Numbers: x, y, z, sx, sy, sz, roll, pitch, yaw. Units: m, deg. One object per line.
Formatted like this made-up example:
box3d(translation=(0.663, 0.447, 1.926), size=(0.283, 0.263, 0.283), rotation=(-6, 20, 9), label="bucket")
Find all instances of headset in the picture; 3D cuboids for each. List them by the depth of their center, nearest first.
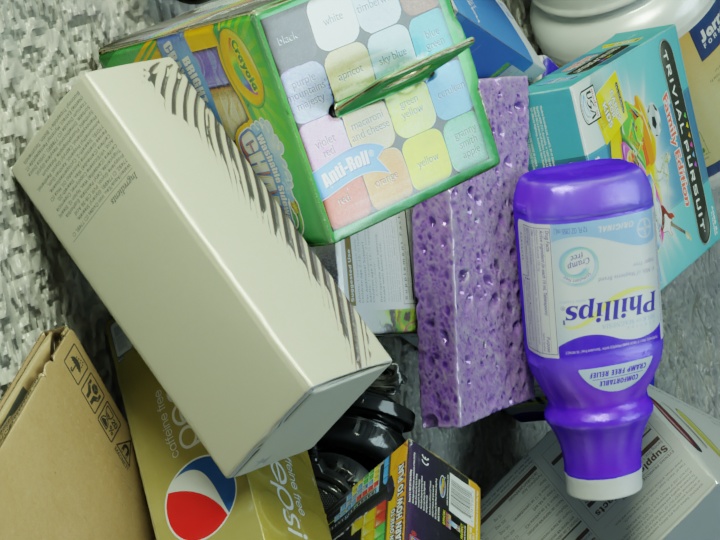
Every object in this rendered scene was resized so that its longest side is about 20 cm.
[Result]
box3d(translation=(0.000, 0.116, 1.532), size=(0.200, 0.094, 0.124), rotation=(73, 29, -43), label="headset")

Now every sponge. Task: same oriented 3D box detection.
box3d(translation=(0.067, -0.013, 1.582), size=(0.112, 0.030, 0.200), rotation=(-11, 100, -62), label="sponge")

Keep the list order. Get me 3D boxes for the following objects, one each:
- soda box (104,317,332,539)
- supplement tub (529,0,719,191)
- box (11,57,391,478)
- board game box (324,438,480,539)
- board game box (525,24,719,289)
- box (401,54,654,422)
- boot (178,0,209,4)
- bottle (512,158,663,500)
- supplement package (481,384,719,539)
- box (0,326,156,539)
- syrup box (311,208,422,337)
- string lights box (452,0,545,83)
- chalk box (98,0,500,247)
box3d(translation=(-0.068, 0.101, 1.359), size=(0.068, 0.064, 0.200), rotation=(31, 34, -47), label="soda box")
box3d(translation=(0.208, -0.164, 1.944), size=(0.200, 0.144, 0.145), rotation=(60, 35, -37), label="supplement tub")
box3d(translation=(-0.080, -0.004, 1.320), size=(0.068, 0.082, 0.200), rotation=(-17, 67, -50), label="box")
box3d(translation=(-0.012, 0.207, 1.362), size=(0.057, 0.165, 0.200), rotation=(36, 30, -22), label="board game box")
box3d(translation=(0.167, -0.064, 1.721), size=(0.200, 0.047, 0.151), rotation=(-33, 112, -60), label="board game box")
box3d(translation=(0.114, -0.017, 1.773), size=(0.200, 0.105, 0.184), rotation=(37, 53, -55), label="box")
box3d(translation=(-0.152, -0.204, 1.372), size=(0.174, 0.069, 0.200), rotation=(-44, 118, -51), label="boot")
box3d(translation=(0.139, 0.036, 1.604), size=(0.083, 0.065, 0.200), rotation=(-9, 104, -18), label="bottle")
box3d(translation=(0.187, 0.172, 1.777), size=(0.111, 0.156, 0.200), rotation=(50, 12, 29), label="supplement package")
box3d(translation=(-0.131, 0.153, 1.325), size=(0.200, 0.021, 0.164), rotation=(63, 28, -26), label="box")
box3d(translation=(0.000, 0.000, 1.579), size=(0.200, 0.079, 0.082), rotation=(-3, 87, -62), label="syrup box")
box3d(translation=(0.028, -0.131, 1.599), size=(0.059, 0.103, 0.200), rotation=(60, 14, 18), label="string lights box")
box3d(translation=(-0.019, -0.085, 1.372), size=(0.124, 0.200, 0.124), rotation=(-25, 102, -34), label="chalk box")
